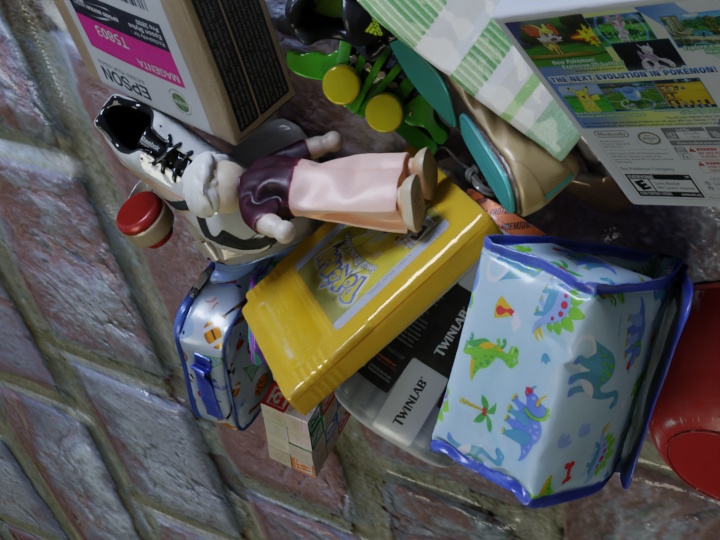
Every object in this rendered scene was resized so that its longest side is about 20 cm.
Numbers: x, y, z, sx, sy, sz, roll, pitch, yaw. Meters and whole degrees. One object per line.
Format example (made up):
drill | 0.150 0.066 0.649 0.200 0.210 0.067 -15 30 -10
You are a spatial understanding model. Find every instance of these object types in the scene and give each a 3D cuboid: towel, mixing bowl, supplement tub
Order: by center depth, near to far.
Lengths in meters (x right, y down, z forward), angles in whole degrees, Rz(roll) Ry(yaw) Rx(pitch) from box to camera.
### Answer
towel | 0.095 -0.188 0.814 0.199 0.023 0.153 35 113 -5
supplement tub | 0.075 0.044 1.025 0.122 0.202 0.123 31 -176 -2
mixing bowl | 0.308 0.118 1.026 0.198 0.109 0.201 23 148 16

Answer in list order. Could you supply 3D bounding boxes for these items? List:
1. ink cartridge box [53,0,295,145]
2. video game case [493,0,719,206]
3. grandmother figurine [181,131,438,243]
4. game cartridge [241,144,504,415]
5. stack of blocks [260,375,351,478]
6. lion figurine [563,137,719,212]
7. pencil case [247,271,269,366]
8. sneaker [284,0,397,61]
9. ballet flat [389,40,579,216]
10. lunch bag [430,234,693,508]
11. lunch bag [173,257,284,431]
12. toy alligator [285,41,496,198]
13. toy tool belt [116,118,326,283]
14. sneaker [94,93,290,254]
ink cartridge box | -0.160 -0.207 0.998 0.199 0.075 0.166 26 149 36
video game case | 0.197 -0.099 0.735 0.199 0.022 0.182 6 148 50
grandmother figurine | -0.047 -0.061 0.969 0.197 0.122 0.061 3 122 20
game cartridge | 0.000 0.000 0.993 0.033 0.199 0.176 49 -179 -29
stack of blocks | -0.051 0.112 1.327 0.058 0.116 0.201 21 146 17
lion figurine | 0.200 -0.078 0.909 0.122 0.073 0.199 37 163 -21
pencil case | -0.002 0.037 1.130 0.197 0.086 0.092 -4 -178 -2
sneaker | 0.028 -0.187 0.880 0.198 0.088 0.074 6 139 32
ballet flat | 0.088 -0.121 0.914 0.201 0.062 0.069 59 172 30
lunch bag | 0.167 0.070 0.951 0.127 0.199 0.172 26 107 37
lunch bag | -0.124 0.061 1.281 0.075 0.161 0.201 20 147 18
toy alligator | 0.035 -0.131 0.988 0.199 0.059 0.055 32 108 1
toy tool belt | -0.106 -0.039 1.146 0.198 0.126 0.123 -19 134 18
sneaker | -0.144 -0.080 1.054 0.199 0.074 0.080 32 178 24
